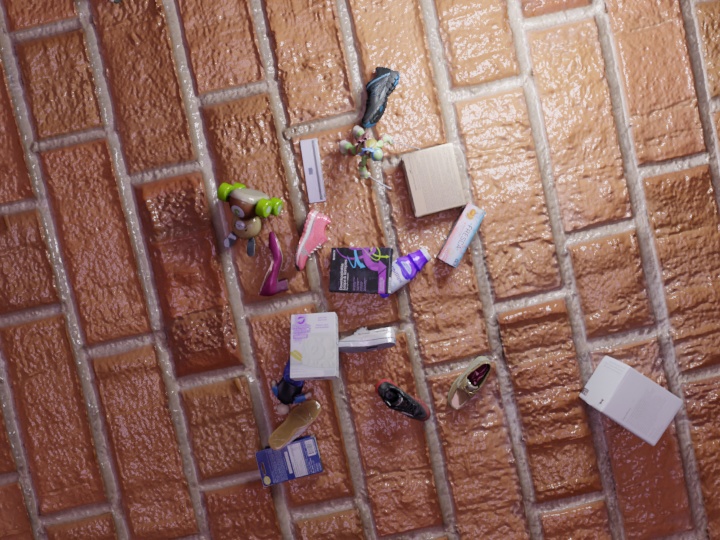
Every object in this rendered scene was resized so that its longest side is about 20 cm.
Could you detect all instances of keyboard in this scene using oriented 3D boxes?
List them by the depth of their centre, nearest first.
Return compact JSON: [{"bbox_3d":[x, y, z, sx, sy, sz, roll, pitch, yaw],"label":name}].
[{"bbox_3d":[-0.151,-0.318,1.749,0.056,0.011,0.201,-8,92,6],"label":"keyboard"}]

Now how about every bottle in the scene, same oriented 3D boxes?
[{"bbox_3d":[0.130,0.003,1.731,0.200,0.065,0.084,-34,87,2],"label":"bottle"}]

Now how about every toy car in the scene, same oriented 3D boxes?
[{"bbox_3d":[-0.359,-0.149,1.695,0.164,0.158,0.201,22,104,11],"label":"toy car"}]

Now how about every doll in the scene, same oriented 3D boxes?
[{"bbox_3d":[-0.217,0.370,1.757,0.136,0.048,0.201,22,92,0],"label":"doll"}]

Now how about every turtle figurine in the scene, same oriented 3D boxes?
[{"bbox_3d":[0.035,-0.353,1.681,0.199,0.194,0.145,0,120,-37],"label":"turtle figurine"}]

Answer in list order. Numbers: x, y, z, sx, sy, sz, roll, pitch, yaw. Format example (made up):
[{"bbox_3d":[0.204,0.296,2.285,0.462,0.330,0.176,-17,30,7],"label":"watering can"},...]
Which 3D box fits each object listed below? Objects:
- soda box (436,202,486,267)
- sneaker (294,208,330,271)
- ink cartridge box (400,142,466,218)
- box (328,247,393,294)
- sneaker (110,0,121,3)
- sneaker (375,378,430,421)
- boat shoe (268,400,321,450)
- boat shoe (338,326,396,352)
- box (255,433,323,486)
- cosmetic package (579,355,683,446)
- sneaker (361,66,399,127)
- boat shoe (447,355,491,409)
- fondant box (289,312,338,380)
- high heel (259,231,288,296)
[{"bbox_3d":[0.316,-0.111,1.727,0.068,0.064,0.201,29,93,-1],"label":"soda box"},{"bbox_3d":[-0.149,-0.088,1.725,0.086,0.074,0.201,17,92,-2],"label":"sneaker"},{"bbox_3d":[0.227,-0.279,1.715,0.164,0.075,0.201,-13,93,2],"label":"ink cartridge box"},{"bbox_3d":[0.000,0.000,1.708,0.199,0.036,0.144,0,84,21],"label":"box"},{"bbox_3d":[-0.817,-0.908,1.704,0.093,0.070,0.200,-26,94,19],"label":"sneaker"},{"bbox_3d":[0.136,0.420,1.734,0.200,0.098,0.071,34,90,-2],"label":"sneaker"},{"bbox_3d":[-0.210,0.494,1.756,0.200,0.069,0.071,-39,71,-17],"label":"boat shoe"},{"bbox_3d":[0.012,0.215,1.747,0.199,0.071,0.070,-10,62,9],"label":"boat shoe"},{"bbox_3d":[-0.230,0.615,1.775,0.199,0.032,0.122,-14,92,-1],"label":"box"},{"bbox_3d":[0.829,0.397,1.696,0.200,0.165,0.165,33,92,-2],"label":"cosmetic package"},{"bbox_3d":[0.047,-0.540,1.714,0.082,0.073,0.201,26,84,10],"label":"sneaker"},{"bbox_3d":[0.346,0.360,1.745,0.074,0.066,0.200,33,92,-1],"label":"boat shoe"},{"bbox_3d":[-0.143,0.236,1.705,0.143,0.058,0.201,-4,69,8],"label":"fondant box"},{"bbox_3d":[-0.290,-0.019,1.728,0.096,0.067,0.201,-12,96,-10],"label":"high heel"}]
